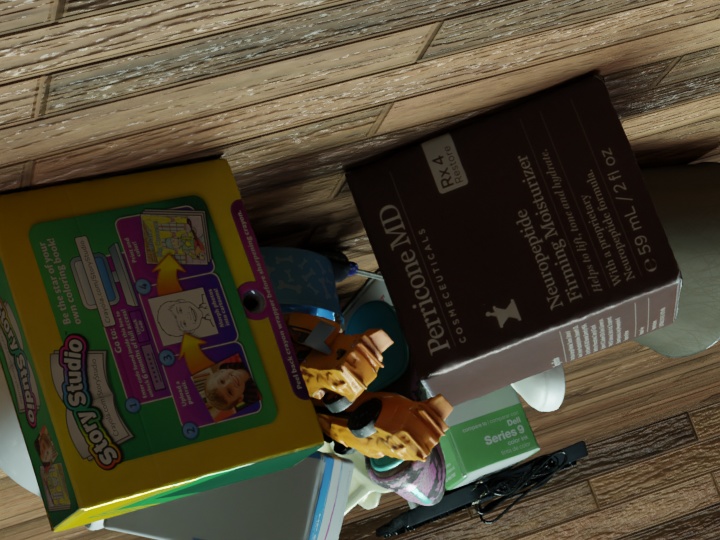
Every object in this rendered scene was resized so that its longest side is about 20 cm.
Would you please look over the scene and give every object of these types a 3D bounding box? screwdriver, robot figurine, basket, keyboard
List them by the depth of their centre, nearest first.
[{"bbox_3d":[-0.022,0.080,1.382,0.058,0.145,0.200,-49,-155,-17],"label":"robot figurine"},{"bbox_3d":[0.000,0.000,1.611,0.028,0.029,0.200,-57,156,12],"label":"screwdriver"},{"bbox_3d":[0.234,-0.016,1.657,0.136,0.181,0.199,26,-167,40],"label":"basket"},{"bbox_3d":[0.117,0.208,1.728,0.199,0.040,0.104,-20,168,-22],"label":"keyboard"}]

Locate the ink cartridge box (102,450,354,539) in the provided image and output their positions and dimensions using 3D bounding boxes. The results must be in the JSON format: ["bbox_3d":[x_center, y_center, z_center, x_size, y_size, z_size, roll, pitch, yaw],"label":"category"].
[{"bbox_3d":[-0.090,0.160,1.390,0.144,0.085,0.200,11,175,7],"label":"ink cartridge box"}]

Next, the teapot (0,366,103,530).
[{"bbox_3d":[-0.217,0.134,1.575,0.197,0.147,0.200,-25,167,21],"label":"teapot"}]

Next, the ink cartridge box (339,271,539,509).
[{"bbox_3d":[0.068,0.101,1.751,0.087,0.201,0.145,-18,167,-23],"label":"ink cartridge box"}]

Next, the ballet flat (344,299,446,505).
[{"bbox_3d":[0.028,0.109,1.490,0.069,0.200,0.071,-29,127,11],"label":"ballet flat"}]

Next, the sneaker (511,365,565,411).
[{"bbox_3d":[0.092,0.039,1.539,0.084,0.200,0.073,-15,143,-20],"label":"sneaker"}]

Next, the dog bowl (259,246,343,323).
[{"bbox_3d":[-0.070,0.027,1.519,0.111,0.050,0.200,0,166,-2],"label":"dog bowl"}]

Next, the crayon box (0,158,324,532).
[{"bbox_3d":[-0.136,0.042,1.198,0.172,0.201,0.058,-12,165,-31],"label":"crayon box"}]

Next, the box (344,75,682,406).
[{"bbox_3d":[0.116,-0.016,1.418,0.199,0.167,0.164,-21,167,3],"label":"box"}]

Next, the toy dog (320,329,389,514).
[{"bbox_3d":[-0.035,0.134,1.683,0.140,0.194,0.200,-54,-179,21],"label":"toy dog"}]
